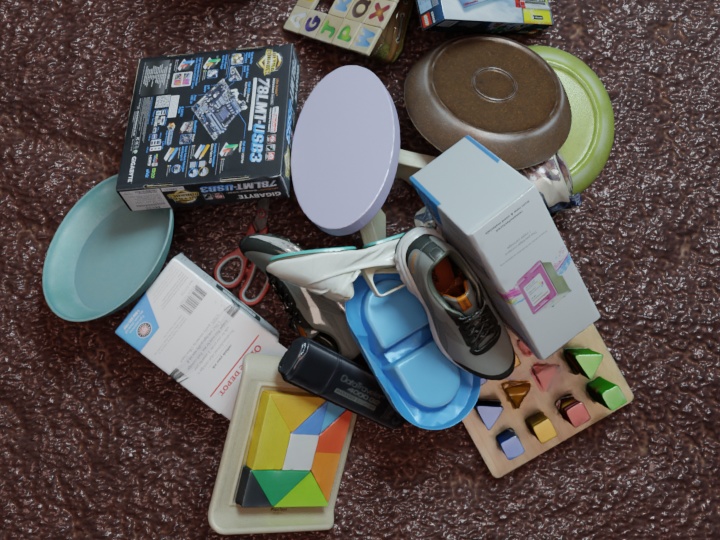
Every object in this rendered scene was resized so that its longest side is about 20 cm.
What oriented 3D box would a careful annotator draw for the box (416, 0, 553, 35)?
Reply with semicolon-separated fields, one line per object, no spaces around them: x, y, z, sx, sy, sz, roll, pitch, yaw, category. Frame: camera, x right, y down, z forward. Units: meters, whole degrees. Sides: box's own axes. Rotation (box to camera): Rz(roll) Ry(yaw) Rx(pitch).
0.138;-0.347;1.019;0.199;0.038;0.138;-11;87;-41;box

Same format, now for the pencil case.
0.157;-0.069;1.039;0.199;0.078;0.090;-26;112;14;pencil case

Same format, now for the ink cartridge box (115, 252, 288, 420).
-0.178;0.088;1.064;0.200;0.068;0.116;39;91;-7;ink cartridge box

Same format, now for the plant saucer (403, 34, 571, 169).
0.150;-0.203;1.004;0.198;0.035;0.202;3;58;-5;plant saucer

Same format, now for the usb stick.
-0.013;0.134;1.025;0.199;0.033;0.056;31;89;-38;usb stick

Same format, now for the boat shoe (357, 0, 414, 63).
0.040;-0.351;1.076;0.067;0.072;0.202;22;83;-25;boat shoe

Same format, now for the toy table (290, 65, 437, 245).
-0.001;-0.120;1.018;0.182;0.117;0.202;4;73;26;toy table

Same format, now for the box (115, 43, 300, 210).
-0.175;-0.171;1.034;0.196;0.050;0.202;-3;60;8;box

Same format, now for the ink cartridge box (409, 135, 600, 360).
0.152;-0.023;0.926;0.084;0.145;0.201;-35;126;-1;ink cartridge box

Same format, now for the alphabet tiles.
0.003;-0.362;1.049;0.167;0.008;0.201;29;91;43;alphabet tiles

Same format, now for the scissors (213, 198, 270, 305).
-0.120;-0.057;1.101;0.073;0.014;0.202;23;89;3;scissors

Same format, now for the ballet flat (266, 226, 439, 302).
0.000;0.000;0.949;0.198;0.069;0.070;-11;89;-16;ballet flat

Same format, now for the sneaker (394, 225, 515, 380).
0.107;0.046;0.933;0.074;0.079;0.201;-40;114;-8;sneaker

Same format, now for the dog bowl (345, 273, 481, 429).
0.054;0.085;0.998;0.111;0.050;0.201;-29;86;-18;dog bowl

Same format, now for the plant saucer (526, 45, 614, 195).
0.216;-0.179;1.079;0.198;0.031;0.203;0;88;2;plant saucer

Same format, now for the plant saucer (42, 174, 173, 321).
-0.295;-0.025;1.055;0.198;0.036;0.202;-15;57;24;plant saucer

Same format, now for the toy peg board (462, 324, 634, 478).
0.199;0.118;1.041;0.198;0.098;0.201;-30;88;1;toy peg board

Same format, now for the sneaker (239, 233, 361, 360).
-0.067;0.031;1.046;0.200;0.074;0.080;40;71;-1;sneaker

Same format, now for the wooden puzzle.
-0.078;0.205;1.025;0.184;0.037;0.202;12;88;-42;wooden puzzle
